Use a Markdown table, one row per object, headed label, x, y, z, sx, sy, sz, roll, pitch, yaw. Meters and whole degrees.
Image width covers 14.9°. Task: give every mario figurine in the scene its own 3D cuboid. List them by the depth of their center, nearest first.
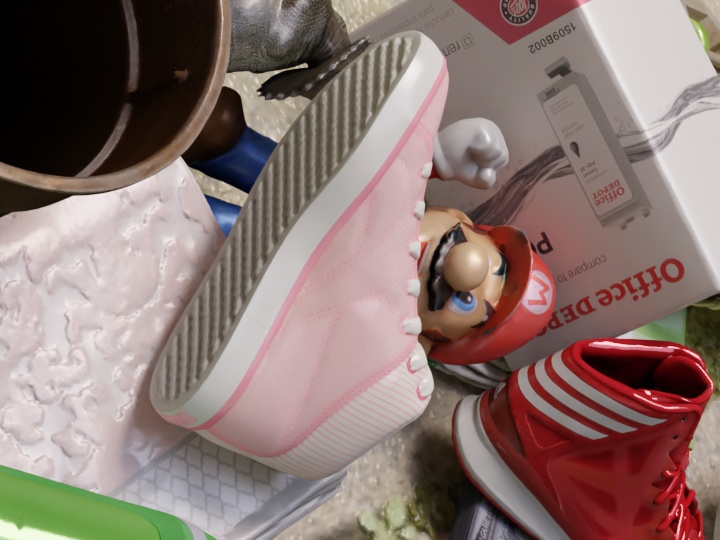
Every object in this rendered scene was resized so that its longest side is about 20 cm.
| label | x | y | z | sx | sy | sz | roll | pitch | yaw |
| --- | --- | --- | --- | --- | --- | --- | --- | --- | --- |
| mario figurine | 0.006 | -0.017 | 1.301 | 0.200 | 0.124 | 0.106 | 21 | 26 | -18 |

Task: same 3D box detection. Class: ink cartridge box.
| label | x | y | z | sx | sy | sz | roll | pitch | yaw |
| --- | --- | --- | --- | --- | --- | --- | --- | --- | --- |
| ink cartridge box | 0.105 | -0.065 | 1.375 | 0.083 | 0.146 | 0.200 | -26 | 89 | -48 |

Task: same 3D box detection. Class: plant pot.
| label | x | y | z | sx | sy | sz | roll | pitch | yaw |
| --- | --- | --- | --- | --- | --- | --- | --- | --- | --- |
| plant pot | -0.190 | -0.093 | 1.113 | 0.200 | 0.198 | 0.201 | 19 | 59 | -36 |

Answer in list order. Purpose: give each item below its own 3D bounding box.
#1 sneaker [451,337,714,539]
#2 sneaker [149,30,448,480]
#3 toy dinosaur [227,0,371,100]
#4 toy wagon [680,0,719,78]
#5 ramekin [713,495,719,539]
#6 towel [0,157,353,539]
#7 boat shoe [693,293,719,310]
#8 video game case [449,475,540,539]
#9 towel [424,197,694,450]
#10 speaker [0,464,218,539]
| label | x | y | z | sx | sy | sz | roll | pitch | yaw |
| --- | --- | --- | --- | --- | --- | --- | --- | --- | --- |
| sneaker | 0.149 | 0.111 | 1.360 | 0.200 | 0.115 | 0.078 | 39 | 36 | -26 |
| sneaker | 0.000 | 0.000 | 1.210 | 0.105 | 0.075 | 0.200 | 34 | 84 | -25 |
| toy dinosaur | -0.069 | -0.123 | 1.251 | 0.200 | 0.077 | 0.102 | 14 | 56 | -11 |
| toy wagon | 0.222 | -0.070 | 1.561 | 0.200 | 0.040 | 0.155 | 63 | 19 | 12 |
| ramekin | 0.274 | 0.148 | 1.444 | 0.105 | 0.200 | 0.201 | 3 | 69 | -32 |
| towel | -0.117 | 0.059 | 1.199 | 0.200 | 0.032 | 0.191 | -35 | 97 | -34 |
| boat shoe | 0.183 | -0.015 | 1.492 | 0.202 | 0.072 | 0.060 | 41 | 57 | -27 |
| video game case | 0.118 | 0.185 | 1.380 | 0.200 | 0.019 | 0.143 | 46 | 33 | -19 |
| towel | 0.105 | 0.007 | 1.466 | 0.200 | 0.031 | 0.149 | 23 | 57 | -35 |
| speaker | -0.153 | 0.118 | 1.099 | 0.200 | 0.088 | 0.089 | 19 | 57 | -18 |
